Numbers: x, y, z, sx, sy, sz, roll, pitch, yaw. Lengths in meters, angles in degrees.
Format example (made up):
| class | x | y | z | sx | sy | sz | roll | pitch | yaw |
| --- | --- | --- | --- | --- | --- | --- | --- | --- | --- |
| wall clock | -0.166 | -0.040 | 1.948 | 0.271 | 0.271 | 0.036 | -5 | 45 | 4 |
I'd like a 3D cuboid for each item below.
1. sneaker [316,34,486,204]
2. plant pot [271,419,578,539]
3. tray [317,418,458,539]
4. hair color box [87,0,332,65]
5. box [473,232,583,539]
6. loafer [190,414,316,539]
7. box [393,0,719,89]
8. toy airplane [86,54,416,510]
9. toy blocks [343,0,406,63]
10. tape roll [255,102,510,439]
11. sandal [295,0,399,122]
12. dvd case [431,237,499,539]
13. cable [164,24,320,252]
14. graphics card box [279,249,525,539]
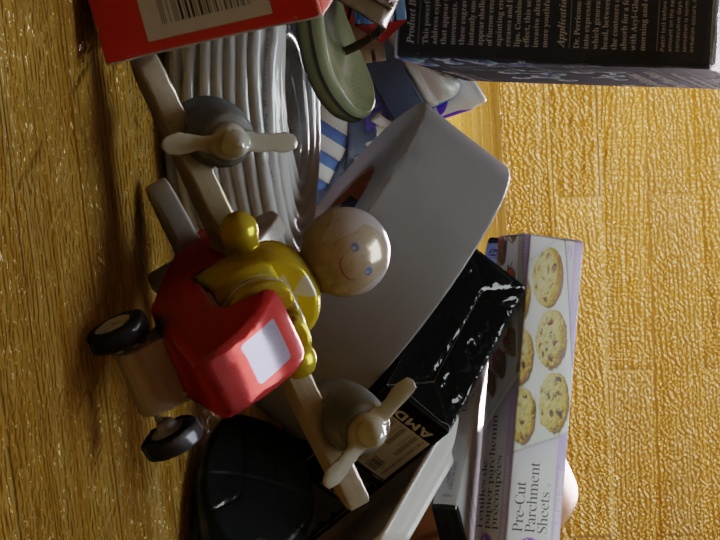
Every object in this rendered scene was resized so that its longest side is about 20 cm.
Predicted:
| class | x | y | z | sx | sy | sz | roll | pitch | yaw |
| --- | --- | --- | --- | --- | --- | --- | --- | --- | --- |
| sneaker | 0.009 | -0.085 | 1.948 | 0.081 | 0.146 | 0.200 | -4 | 92 | -82 |
| plant pot | 0.027 | 0.116 | 1.971 | 0.200 | 0.200 | 0.140 | -72 | 142 | -69 |
| tray | -0.004 | 0.156 | 1.754 | 0.200 | 0.022 | 0.107 | -42 | -167 | 53 |
| hair color box | -0.065 | -0.161 | 1.505 | 0.200 | 0.111 | 0.064 | -67 | 143 | -72 |
| box | 0.098 | 0.078 | 1.756 | 0.039 | 0.041 | 0.200 | -4 | -101 | 63 |
| loafer | -0.069 | 0.165 | 1.678 | 0.200 | 0.073 | 0.072 | -90 | -158 | -48 |
| box | 0.137 | -0.171 | 1.831 | 0.148 | 0.200 | 0.107 | 5 | 89 | -71 |
| toy airplane | -0.050 | 0.007 | 1.497 | 0.200 | 0.141 | 0.199 | 48 | 22 | -60 |
| toy blocks | -0.023 | -0.181 | 1.818 | 0.200 | 0.100 | 0.137 | -167 | -111 | -71 |
| tape roll | 0.000 | 0.000 | 1.745 | 0.200 | 0.066 | 0.200 | -51 | -171 | 11 |
| sandal | -0.006 | -0.168 | 1.655 | 0.080 | 0.057 | 0.201 | -82 | 169 | -54 |
| dvd case | 0.077 | 0.100 | 1.826 | 0.143 | 0.018 | 0.200 | 75 | 22 | -51 |
| cable | -0.063 | -0.097 | 1.695 | 0.200 | 0.069 | 0.200 | 76 | 14 | -59 |
| graphics card box | 0.008 | 0.079 | 1.765 | 0.200 | 0.051 | 0.126 | -45 | -169 | 49 |
